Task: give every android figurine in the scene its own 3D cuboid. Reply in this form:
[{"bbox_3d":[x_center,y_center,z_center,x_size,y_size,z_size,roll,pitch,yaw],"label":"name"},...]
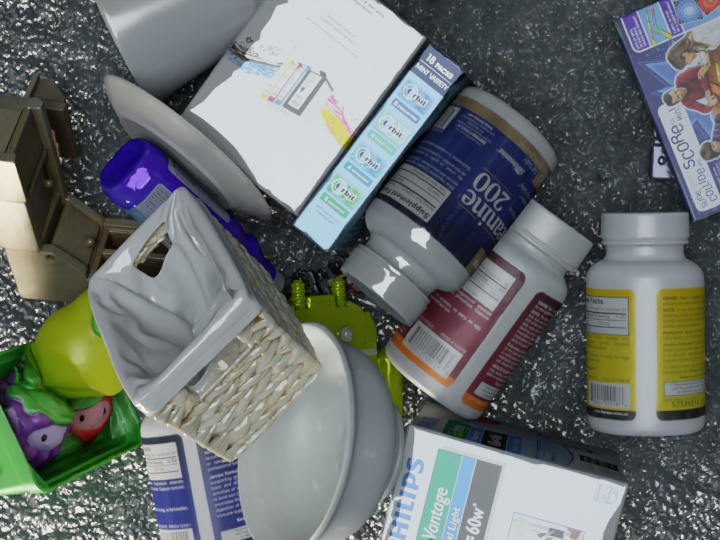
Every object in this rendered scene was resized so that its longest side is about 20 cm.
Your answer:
[{"bbox_3d":[-0.038,0.108,1.437,0.180,0.041,0.202,-1,91,-32],"label":"android figurine"}]

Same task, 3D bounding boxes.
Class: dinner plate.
[{"bbox_3d":[-0.167,-0.107,1.406,0.199,0.200,0.024,37,80,5],"label":"dinner plate"}]

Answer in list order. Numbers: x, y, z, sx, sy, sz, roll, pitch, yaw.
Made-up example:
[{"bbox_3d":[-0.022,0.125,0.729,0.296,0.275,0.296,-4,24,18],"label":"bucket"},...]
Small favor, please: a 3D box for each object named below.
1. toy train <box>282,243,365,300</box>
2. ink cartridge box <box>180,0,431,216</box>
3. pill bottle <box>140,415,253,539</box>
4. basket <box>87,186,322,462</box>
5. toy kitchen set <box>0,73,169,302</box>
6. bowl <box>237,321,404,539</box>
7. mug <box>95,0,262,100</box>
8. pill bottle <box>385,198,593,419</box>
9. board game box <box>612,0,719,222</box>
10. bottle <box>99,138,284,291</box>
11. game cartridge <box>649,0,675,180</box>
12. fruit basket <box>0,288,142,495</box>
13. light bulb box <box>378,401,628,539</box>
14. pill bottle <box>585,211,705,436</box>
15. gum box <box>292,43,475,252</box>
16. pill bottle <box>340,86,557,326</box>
[{"bbox_3d":[0.000,0.000,1.471,0.198,0.034,0.046,-21,93,9],"label":"toy train"},{"bbox_3d":[-0.045,-0.173,1.412,0.144,0.147,0.201,38,97,4],"label":"ink cartridge box"},{"bbox_3d":[-0.147,0.183,1.443,0.114,0.116,0.202,-10,91,8],"label":"pill bottle"},{"bbox_3d":[-0.134,0.047,1.297,0.136,0.200,0.123,-44,127,6],"label":"basket"},{"bbox_3d":[-0.245,-0.091,1.444,0.178,0.201,0.164,6,52,7],"label":"toy kitchen set"},{"bbox_3d":[-0.024,0.152,1.309,0.090,0.201,0.203,13,96,-30],"label":"bowl"},{"bbox_3d":[-0.170,-0.272,1.422,0.152,0.150,0.188,-25,123,1],"label":"mug"},{"bbox_3d":[0.122,0.028,1.415,0.114,0.114,0.201,36,96,5],"label":"pill bottle"},{"bbox_3d":[0.330,-0.163,1.385,0.134,0.034,0.202,-21,90,9],"label":"board game box"},{"bbox_3d":[-0.153,-0.038,1.408,0.065,0.083,0.200,-49,119,-5],"label":"bottle"},{"bbox_3d":[0.341,-0.184,1.417,0.128,0.038,0.202,2,93,12],"label":"game cartridge"},{"bbox_3d":[-0.272,0.112,1.429,0.214,0.216,0.157,-25,89,8],"label":"fruit basket"},{"bbox_3d":[0.130,0.212,1.381,0.198,0.198,0.126,15,93,6],"label":"light bulb box"},{"bbox_3d":[0.264,0.047,1.398,0.110,0.111,0.202,0,93,8],"label":"pill bottle"},{"bbox_3d":[0.026,-0.110,1.394,0.044,0.170,0.201,37,96,4],"label":"gum box"},{"bbox_3d":[0.075,-0.054,1.338,0.111,0.111,0.201,38,85,4],"label":"pill bottle"}]
